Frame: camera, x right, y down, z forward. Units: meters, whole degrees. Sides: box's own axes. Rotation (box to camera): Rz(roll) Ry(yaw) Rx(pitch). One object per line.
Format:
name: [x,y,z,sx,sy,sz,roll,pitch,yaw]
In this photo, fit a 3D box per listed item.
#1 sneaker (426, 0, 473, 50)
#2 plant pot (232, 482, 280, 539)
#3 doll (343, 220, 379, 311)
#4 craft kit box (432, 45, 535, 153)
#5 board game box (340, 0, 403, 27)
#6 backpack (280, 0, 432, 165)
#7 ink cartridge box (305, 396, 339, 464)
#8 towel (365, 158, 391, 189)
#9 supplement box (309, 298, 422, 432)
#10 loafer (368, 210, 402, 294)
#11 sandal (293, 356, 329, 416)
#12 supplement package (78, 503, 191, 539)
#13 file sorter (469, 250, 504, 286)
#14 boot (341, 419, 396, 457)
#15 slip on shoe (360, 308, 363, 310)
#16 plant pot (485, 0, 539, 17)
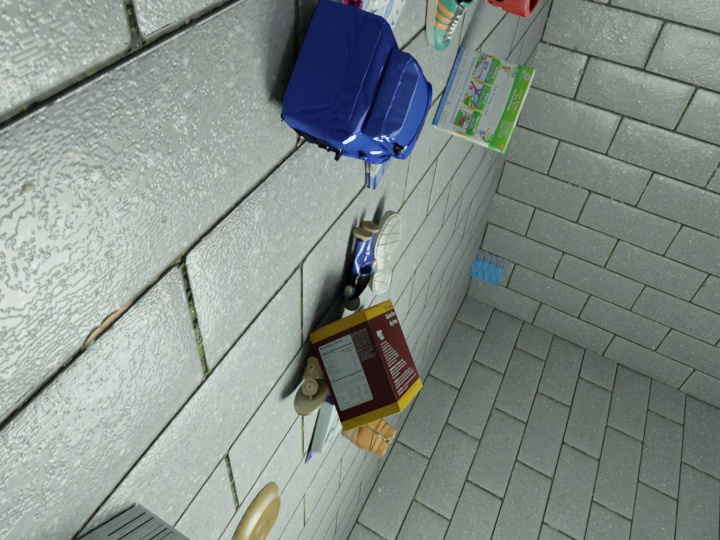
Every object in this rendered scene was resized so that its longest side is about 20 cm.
sneaker: [0.171,-0.493,1.040,0.073,0.078,0.201,-61,163,-20]
plant pot: [-0.225,0.564,1.197,0.202,0.027,0.203,-58,160,-34]
doll: [0.000,0.000,1.172,0.136,0.047,0.206,-43,150,-54]
craft kit box: [0.301,-0.420,1.356,0.206,0.193,0.048,-68,162,7]
board game box: [0.040,-0.418,0.808,0.205,0.025,0.200,-66,164,-8]
backpack: [0.007,-0.217,0.719,0.166,0.165,0.200,-62,168,7]
ink cartridge box: [-0.067,0.392,1.469,0.199,0.040,0.206,-34,143,-63]
towel: [0.045,-0.266,1.026,0.202,0.023,0.149,88,26,-59]
supplement box: [0.017,0.188,1.146,0.206,0.130,0.196,69,19,4]
loafer: [0.043,-0.046,1.262,0.070,0.063,0.206,-8,122,-32]
sandal: [-0.091,0.204,1.140,0.212,0.075,0.072,-54,133,-59]
supplement package: [-0.294,0.414,0.631,0.206,0.108,0.155,-70,164,7]
file sorter: [0.824,-0.021,3.579,0.141,0.195,0.124,-58,159,-27]
boot: [0.047,0.464,1.730,0.203,0.151,0.077,-60,162,-24]
slip on shoe: [-0.009,0.158,1.325,0.200,0.060,0.076,-42,152,-55]
plant pot: [0.275,-0.611,1.050,0.203,0.178,0.204,-57,160,-33]
